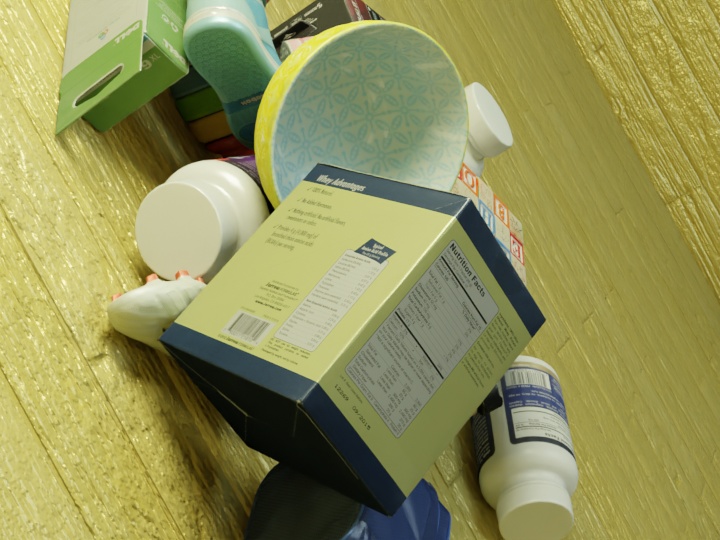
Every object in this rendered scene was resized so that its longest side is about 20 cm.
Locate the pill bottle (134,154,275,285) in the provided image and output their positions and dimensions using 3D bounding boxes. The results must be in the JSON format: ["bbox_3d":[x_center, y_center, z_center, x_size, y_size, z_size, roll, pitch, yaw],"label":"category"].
[{"bbox_3d":[-0.114,-0.043,1.313,0.112,0.111,0.200,62,21,4],"label":"pill bottle"}]

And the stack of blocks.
[{"bbox_3d":[0.082,-0.045,1.429,0.200,0.058,0.116,42,36,-37],"label":"stack of blocks"}]

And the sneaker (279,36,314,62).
[{"bbox_3d":[-0.034,-0.165,1.528,0.201,0.104,0.076,104,-32,-55],"label":"sneaker"}]

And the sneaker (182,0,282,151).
[{"bbox_3d":[-0.099,-0.204,1.354,0.200,0.079,0.132,62,18,-55],"label":"sneaker"}]

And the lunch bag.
[{"bbox_3d":[-0.007,0.232,1.181,0.133,0.135,0.201,51,27,-20],"label":"lunch bag"}]

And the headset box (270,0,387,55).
[{"bbox_3d":[-0.030,-0.222,1.672,0.199,0.148,0.078,27,38,-53],"label":"headset box"}]

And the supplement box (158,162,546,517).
[{"bbox_3d":[-0.007,0.045,1.148,0.199,0.200,0.135,17,-30,50],"label":"supplement box"}]

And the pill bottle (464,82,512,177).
[{"bbox_3d":[0.069,-0.128,1.703,0.112,0.199,0.113,47,25,-30],"label":"pill bottle"}]

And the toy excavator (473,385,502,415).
[{"bbox_3d":[0.049,0.053,1.571,0.200,0.099,0.196,50,-18,47],"label":"toy excavator"}]

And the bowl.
[{"bbox_3d":[-0.016,-0.121,1.288,0.200,0.201,0.107,44,-10,-35],"label":"bowl"}]

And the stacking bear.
[{"bbox_3d":[-0.120,-0.159,1.452,0.121,0.113,0.202,-31,103,-48],"label":"stacking bear"}]

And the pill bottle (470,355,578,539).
[{"bbox_3d":[0.182,0.203,1.670,0.111,0.110,0.201,44,27,-35],"label":"pill bottle"}]

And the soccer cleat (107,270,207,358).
[{"bbox_3d":[-0.133,0.051,1.223,0.200,0.069,0.078,18,49,-63],"label":"soccer cleat"}]

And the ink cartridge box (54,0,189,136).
[{"bbox_3d":[-0.204,-0.190,1.306,0.059,0.103,0.201,42,28,-36],"label":"ink cartridge box"}]
